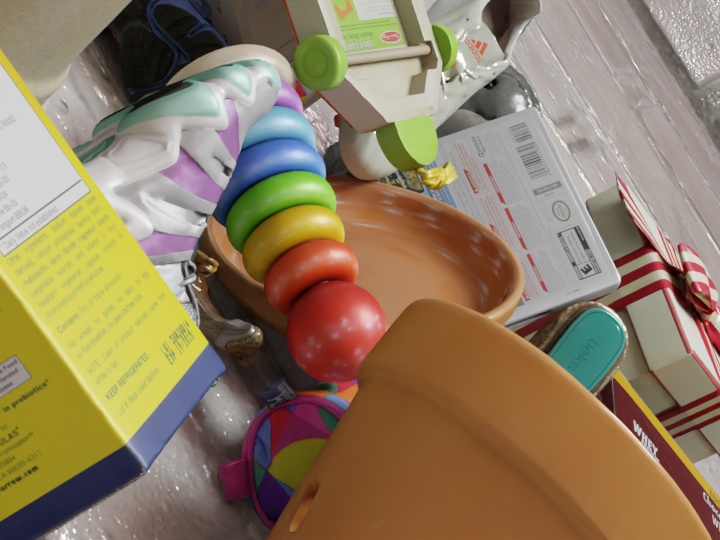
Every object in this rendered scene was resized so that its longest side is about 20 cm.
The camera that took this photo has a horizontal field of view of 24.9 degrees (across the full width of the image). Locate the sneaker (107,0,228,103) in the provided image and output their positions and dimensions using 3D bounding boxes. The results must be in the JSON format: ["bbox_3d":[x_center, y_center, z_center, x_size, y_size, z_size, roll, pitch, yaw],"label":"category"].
[{"bbox_3d":[-0.122,-0.153,1.027,0.201,0.075,0.078,58,18,-3],"label":"sneaker"}]

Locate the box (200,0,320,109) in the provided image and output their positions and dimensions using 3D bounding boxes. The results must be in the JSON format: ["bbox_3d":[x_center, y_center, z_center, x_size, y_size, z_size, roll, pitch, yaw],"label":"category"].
[{"bbox_3d":[-0.038,-0.211,1.065,0.041,0.156,0.201,27,-35,37],"label":"box"}]

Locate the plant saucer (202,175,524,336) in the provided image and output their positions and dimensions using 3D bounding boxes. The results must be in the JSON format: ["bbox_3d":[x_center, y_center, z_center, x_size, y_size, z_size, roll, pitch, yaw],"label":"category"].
[{"bbox_3d":[0.000,0.000,1.000,0.199,0.038,0.200,9,27,-5],"label":"plant saucer"}]

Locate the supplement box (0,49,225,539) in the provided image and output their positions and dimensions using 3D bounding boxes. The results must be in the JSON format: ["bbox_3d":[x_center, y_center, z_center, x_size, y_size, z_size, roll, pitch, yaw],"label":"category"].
[{"bbox_3d":[-0.165,0.005,0.663,0.200,0.109,0.109,56,21,-8],"label":"supplement box"}]

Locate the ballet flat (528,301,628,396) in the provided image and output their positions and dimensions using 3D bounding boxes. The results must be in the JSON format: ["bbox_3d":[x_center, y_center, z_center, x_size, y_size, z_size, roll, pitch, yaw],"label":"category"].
[{"bbox_3d":[0.100,0.103,1.067,0.071,0.200,0.065,48,-15,-2],"label":"ballet flat"}]

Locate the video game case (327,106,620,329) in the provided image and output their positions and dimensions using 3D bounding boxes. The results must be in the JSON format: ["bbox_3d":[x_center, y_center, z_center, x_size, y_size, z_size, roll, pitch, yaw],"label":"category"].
[{"bbox_3d":[0.055,-0.019,1.091,0.018,0.199,0.144,98,-30,-66],"label":"video game case"}]

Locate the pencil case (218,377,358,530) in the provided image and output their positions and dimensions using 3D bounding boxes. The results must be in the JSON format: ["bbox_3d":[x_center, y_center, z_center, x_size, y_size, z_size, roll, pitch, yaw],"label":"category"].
[{"bbox_3d":[-0.002,0.094,0.937,0.089,0.088,0.200,61,20,7],"label":"pencil case"}]

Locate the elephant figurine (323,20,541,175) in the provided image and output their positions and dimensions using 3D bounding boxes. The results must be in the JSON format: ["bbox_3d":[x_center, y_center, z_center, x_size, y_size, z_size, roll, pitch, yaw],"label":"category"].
[{"bbox_3d":[0.080,-0.086,1.197,0.155,0.199,0.142,51,21,-19],"label":"elephant figurine"}]

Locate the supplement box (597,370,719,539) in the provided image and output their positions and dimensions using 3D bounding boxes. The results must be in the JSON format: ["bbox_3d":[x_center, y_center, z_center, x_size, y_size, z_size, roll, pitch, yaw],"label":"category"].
[{"bbox_3d":[0.170,0.211,1.084,0.197,0.132,0.200,49,23,-21],"label":"supplement box"}]

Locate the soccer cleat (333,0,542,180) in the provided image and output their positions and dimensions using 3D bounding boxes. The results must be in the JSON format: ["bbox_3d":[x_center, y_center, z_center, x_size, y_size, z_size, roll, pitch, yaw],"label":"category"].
[{"bbox_3d":[0.052,-0.136,1.101,0.200,0.077,0.069,-52,126,-35],"label":"soccer cleat"}]

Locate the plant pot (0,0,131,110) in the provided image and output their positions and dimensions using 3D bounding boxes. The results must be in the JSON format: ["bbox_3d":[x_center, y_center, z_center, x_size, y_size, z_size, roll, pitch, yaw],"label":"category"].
[{"bbox_3d":[-0.169,-0.196,0.826,0.200,0.183,0.201,46,24,-27],"label":"plant pot"}]

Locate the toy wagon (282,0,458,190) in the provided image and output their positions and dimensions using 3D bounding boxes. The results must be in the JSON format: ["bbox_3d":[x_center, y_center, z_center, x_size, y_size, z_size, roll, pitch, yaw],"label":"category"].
[{"bbox_3d":[0.006,-0.141,1.001,0.155,0.039,0.201,-19,91,-58],"label":"toy wagon"}]

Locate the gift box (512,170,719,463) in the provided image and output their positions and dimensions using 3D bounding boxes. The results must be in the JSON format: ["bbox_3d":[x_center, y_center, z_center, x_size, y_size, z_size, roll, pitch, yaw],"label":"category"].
[{"bbox_3d":[0.187,0.046,1.247,0.184,0.186,0.201,41,28,-53],"label":"gift box"}]

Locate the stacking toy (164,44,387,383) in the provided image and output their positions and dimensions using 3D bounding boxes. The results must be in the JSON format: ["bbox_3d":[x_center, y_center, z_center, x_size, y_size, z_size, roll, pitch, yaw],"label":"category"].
[{"bbox_3d":[-0.043,-0.025,0.900,0.085,0.085,0.201,22,38,-57],"label":"stacking toy"}]

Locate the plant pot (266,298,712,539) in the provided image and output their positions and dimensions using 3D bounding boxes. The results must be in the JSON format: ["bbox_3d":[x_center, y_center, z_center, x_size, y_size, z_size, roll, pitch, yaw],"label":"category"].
[{"bbox_3d":[0.047,0.132,0.762,0.200,0.140,0.200,42,-16,15],"label":"plant pot"}]

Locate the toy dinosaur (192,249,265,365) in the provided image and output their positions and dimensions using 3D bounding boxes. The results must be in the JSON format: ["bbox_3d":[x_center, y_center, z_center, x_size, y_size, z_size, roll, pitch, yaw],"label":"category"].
[{"bbox_3d":[-0.116,-0.020,0.907,0.106,0.060,0.200,51,7,-48],"label":"toy dinosaur"}]

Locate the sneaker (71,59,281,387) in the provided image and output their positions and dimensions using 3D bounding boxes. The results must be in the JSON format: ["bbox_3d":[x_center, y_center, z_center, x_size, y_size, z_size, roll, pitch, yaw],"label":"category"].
[{"bbox_3d":[-0.097,-0.009,0.810,0.200,0.078,0.140,-36,106,-27],"label":"sneaker"}]
